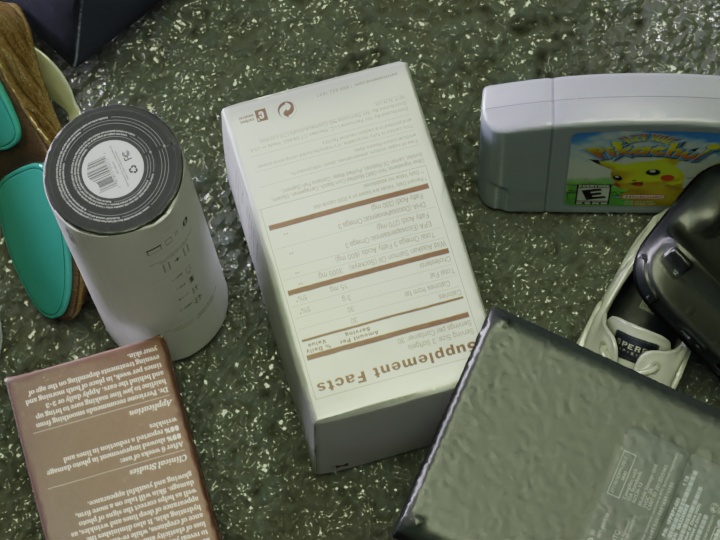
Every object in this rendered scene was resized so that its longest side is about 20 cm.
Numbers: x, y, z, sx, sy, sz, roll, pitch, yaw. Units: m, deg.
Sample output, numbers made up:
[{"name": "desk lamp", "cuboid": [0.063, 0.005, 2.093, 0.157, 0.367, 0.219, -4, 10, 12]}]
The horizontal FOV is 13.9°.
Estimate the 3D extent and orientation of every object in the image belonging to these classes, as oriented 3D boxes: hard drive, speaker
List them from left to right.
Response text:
[{"name": "speaker", "cuboid": [-0.126, -0.017, 1.700, 0.081, 0.200, 0.082, -2, 68, 5]}, {"name": "hard drive", "cuboid": [0.134, 0.124, 1.631, 0.199, 0.033, 0.140, 25, 74, -1]}]

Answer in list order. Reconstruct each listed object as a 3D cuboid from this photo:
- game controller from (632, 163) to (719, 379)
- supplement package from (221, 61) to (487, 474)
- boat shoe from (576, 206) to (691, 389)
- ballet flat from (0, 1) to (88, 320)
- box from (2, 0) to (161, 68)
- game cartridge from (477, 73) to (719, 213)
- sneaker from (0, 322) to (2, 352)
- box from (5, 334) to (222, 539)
[{"name": "game controller", "cuboid": [0.250, 0.032, 1.730, 0.200, 0.042, 0.104, 45, 64, -12]}, {"name": "supplement package", "cuboid": [0.000, 0.000, 1.735, 0.117, 0.117, 0.201, -15, 73, -6]}, {"name": "boat shoe", "cuboid": [0.156, 0.048, 1.743, 0.073, 0.065, 0.201, 19, 74, 6]}, {"name": "ballet flat", "cuboid": [-0.192, -0.072, 1.783, 0.072, 0.068, 0.201, -26, 94, -45]}, {"name": "box", "cuboid": [-0.169, -0.268, 1.807, 0.200, 0.118, 0.197, 43, 65, 14]}, {"name": "game cartridge", "cuboid": [0.169, -0.074, 1.748, 0.199, 0.134, 0.041, 0, 64, 2]}, {"name": "sneaker", "cuboid": [-0.260, 0.096, 1.730, 0.070, 0.080, 0.201, 9, 74, 2]}, {"name": "box", "cuboid": [-0.132, 0.150, 1.713, 0.100, 0.075, 0.201, -15, 71, -4]}]
